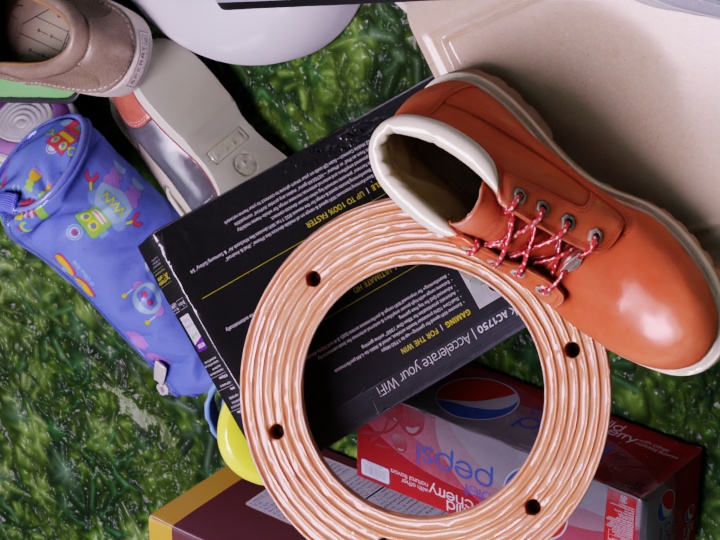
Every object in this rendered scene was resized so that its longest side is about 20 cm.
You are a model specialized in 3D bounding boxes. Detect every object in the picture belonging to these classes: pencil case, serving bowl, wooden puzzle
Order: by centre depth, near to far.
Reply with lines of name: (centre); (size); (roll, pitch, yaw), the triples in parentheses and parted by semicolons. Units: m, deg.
wooden puzzle: (0.134, -0.082, 1.183); (0.184, 0.037, 0.201); (-20, 96, 37)
serving bowl: (-0.087, -0.208, 1.376); (0.199, 0.066, 0.201); (19, 122, 32)
pencil case: (-0.140, -0.003, 1.458); (0.078, 0.087, 0.200); (6, 144, 53)

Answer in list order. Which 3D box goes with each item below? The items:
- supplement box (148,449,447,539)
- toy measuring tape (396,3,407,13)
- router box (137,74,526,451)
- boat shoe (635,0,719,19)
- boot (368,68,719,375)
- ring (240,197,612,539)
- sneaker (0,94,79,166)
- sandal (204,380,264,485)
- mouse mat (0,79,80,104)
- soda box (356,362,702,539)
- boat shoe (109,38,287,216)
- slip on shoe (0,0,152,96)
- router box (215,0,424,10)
supplement box: (-0.012, 0.241, 1.489); (0.199, 0.133, 0.198); (19, 122, 33)
toy measuring tape: (0.087, -0.147, 1.247); (0.199, 0.073, 0.074); (-13, 102, 41)
router box: (0.000, 0.000, 1.312); (0.150, 0.199, 0.051); (61, 164, 0)
boat shoe: (0.212, -0.135, 1.080); (0.199, 0.072, 0.071); (6, 94, -6)
boot: (0.089, -0.014, 1.146); (0.200, 0.107, 0.075); (40, 112, 10)
ring: (0.033, 0.062, 1.232); (0.199, 0.019, 0.202); (1, 92, 17)
sneaker: (-0.229, -0.082, 1.552); (0.200, 0.075, 0.100); (29, 164, 47)
sandal: (-0.035, 0.034, 1.378); (0.079, 0.201, 0.087); (37, 159, -12)
mouse mat: (-0.236, -0.186, 1.508); (0.199, 0.008, 0.162); (4, 88, 39)
soda box: (0.095, 0.111, 1.375); (0.199, 0.070, 0.064); (20, 123, 33)
boat shoe: (-0.082, -0.049, 1.448); (0.200, 0.071, 0.063); (52, 146, 1)
slip on shoe: (-0.213, -0.148, 1.442); (0.199, 0.060, 0.077); (22, 99, 39)
router box: (0.026, -0.206, 1.212); (0.199, 0.158, 0.052); (4, 139, 40)
